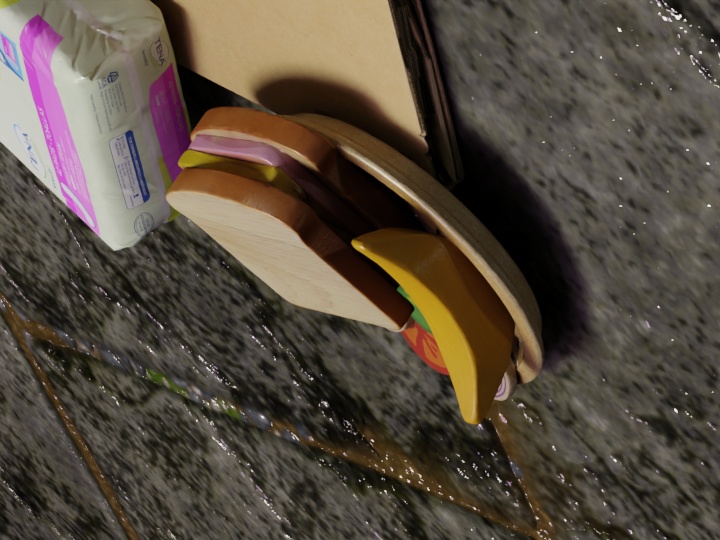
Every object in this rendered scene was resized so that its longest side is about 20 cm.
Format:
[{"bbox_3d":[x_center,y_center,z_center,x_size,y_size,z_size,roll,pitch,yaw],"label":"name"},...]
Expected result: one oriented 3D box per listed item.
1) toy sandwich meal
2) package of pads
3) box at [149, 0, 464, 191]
[{"bbox_3d":[0.000,0.000,1.423,0.205,0.070,0.205,37,163,13],"label":"toy sandwich meal"},{"bbox_3d":[-0.168,-0.118,1.539,0.200,0.068,0.155,42,159,30],"label":"package of pads"},{"bbox_3d":[-0.043,-0.132,1.390,0.200,0.021,0.164,29,150,36],"label":"box"}]
